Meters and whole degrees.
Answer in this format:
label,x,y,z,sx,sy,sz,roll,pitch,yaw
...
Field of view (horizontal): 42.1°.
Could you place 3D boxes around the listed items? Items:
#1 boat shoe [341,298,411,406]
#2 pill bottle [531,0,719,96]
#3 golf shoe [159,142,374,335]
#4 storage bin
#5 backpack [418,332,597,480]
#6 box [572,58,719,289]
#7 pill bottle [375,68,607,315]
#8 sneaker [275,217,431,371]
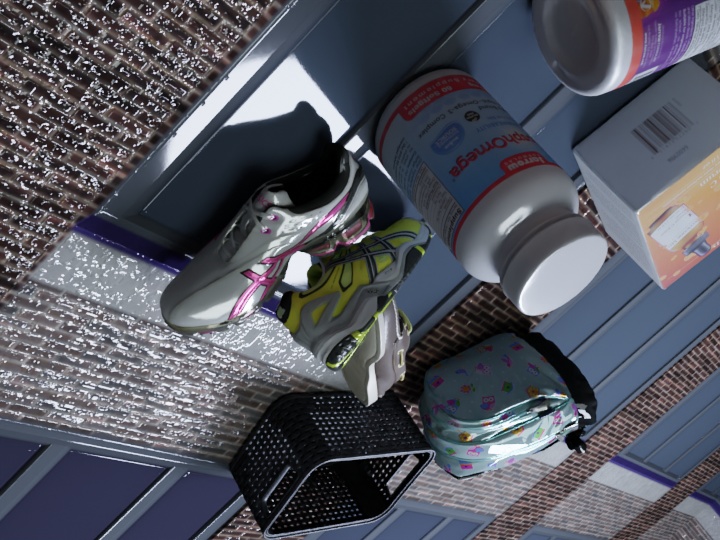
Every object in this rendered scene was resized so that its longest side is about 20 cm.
label,x,y,z,sx,sy,sz,roll,pitch,yaw
boat shoe,0.018,0.067,0.952,0.059,0.072,0.200,-30,150,-20
pill bottle,0.250,-0.227,0.763,0.199,0.112,0.112,-25,145,-17
golf shoe,-0.081,-0.030,0.748,0.200,0.073,0.092,-37,143,-15
storage bin,-0.030,0.218,1.068,0.199,0.094,0.135,7,128,-45
backpack,0.165,0.160,1.136,0.199,0.167,0.127,-21,124,-16
box,0.336,-0.097,1.001,0.152,0.107,0.200,-39,146,5
pill bottle,0.103,-0.063,0.749,0.108,0.200,0.109,-24,145,-18
sneaker,0.000,0.000,0.816,0.200,0.076,0.076,-49,172,-51
